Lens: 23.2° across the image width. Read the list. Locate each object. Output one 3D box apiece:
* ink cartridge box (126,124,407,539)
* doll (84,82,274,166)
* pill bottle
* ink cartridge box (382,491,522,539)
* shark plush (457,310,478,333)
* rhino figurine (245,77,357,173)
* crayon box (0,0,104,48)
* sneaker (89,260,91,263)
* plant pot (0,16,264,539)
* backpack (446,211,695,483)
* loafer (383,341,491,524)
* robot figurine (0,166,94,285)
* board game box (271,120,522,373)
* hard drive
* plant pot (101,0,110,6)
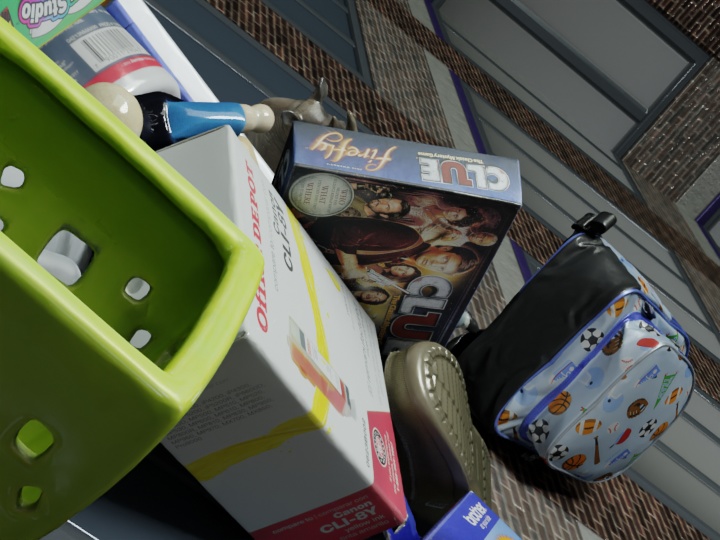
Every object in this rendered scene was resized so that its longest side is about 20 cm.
[{"bbox_3d":[-0.057,0.044,0.943,0.200,0.083,0.146,54,21,-47],"label":"ink cartridge box"},{"bbox_3d":[-0.112,-0.074,0.992,0.200,0.135,0.049,23,63,-75],"label":"doll"},{"bbox_3d":[-0.224,-0.146,1.157,0.200,0.120,0.119,45,16,13],"label":"pill bottle"},{"bbox_3d":[0.075,0.212,1.006,0.200,0.077,0.136,42,16,7],"label":"ink cartridge box"},{"bbox_3d":[0.050,0.047,1.258,0.091,0.082,0.202,-120,-165,-58],"label":"shark plush"},{"bbox_3d":[-0.049,-0.080,1.239,0.088,0.060,0.200,55,-26,-4],"label":"rhino figurine"},{"bbox_3d":[-0.241,-0.172,1.004,0.171,0.059,0.200,11,36,25],"label":"crayon box"},{"bbox_3d":[-0.136,-0.009,1.089,0.098,0.071,0.201,39,17,-18],"label":"sneaker"},{"bbox_3d":[-0.176,0.021,0.709,0.200,0.182,0.199,40,16,-6],"label":"plant pot"},{"bbox_3d":[0.186,0.078,1.435,0.155,0.200,0.190,55,13,26],"label":"backpack"},{"bbox_3d":[0.039,0.113,1.098,0.201,0.067,0.077,68,17,-54],"label":"loafer"},{"bbox_3d":[-0.213,-0.030,0.888,0.169,0.114,0.199,35,9,34],"label":"robot figurine"},{"bbox_3d":[0.000,0.000,1.041,0.134,0.201,0.035,8,51,-13],"label":"board game box"},{"bbox_3d":[-0.121,-0.094,1.234,0.201,0.025,0.132,53,-22,-7],"label":"hard drive"},{"bbox_3d":[-0.253,-0.282,1.410,0.199,0.140,0.200,38,15,-12],"label":"plant pot"}]
